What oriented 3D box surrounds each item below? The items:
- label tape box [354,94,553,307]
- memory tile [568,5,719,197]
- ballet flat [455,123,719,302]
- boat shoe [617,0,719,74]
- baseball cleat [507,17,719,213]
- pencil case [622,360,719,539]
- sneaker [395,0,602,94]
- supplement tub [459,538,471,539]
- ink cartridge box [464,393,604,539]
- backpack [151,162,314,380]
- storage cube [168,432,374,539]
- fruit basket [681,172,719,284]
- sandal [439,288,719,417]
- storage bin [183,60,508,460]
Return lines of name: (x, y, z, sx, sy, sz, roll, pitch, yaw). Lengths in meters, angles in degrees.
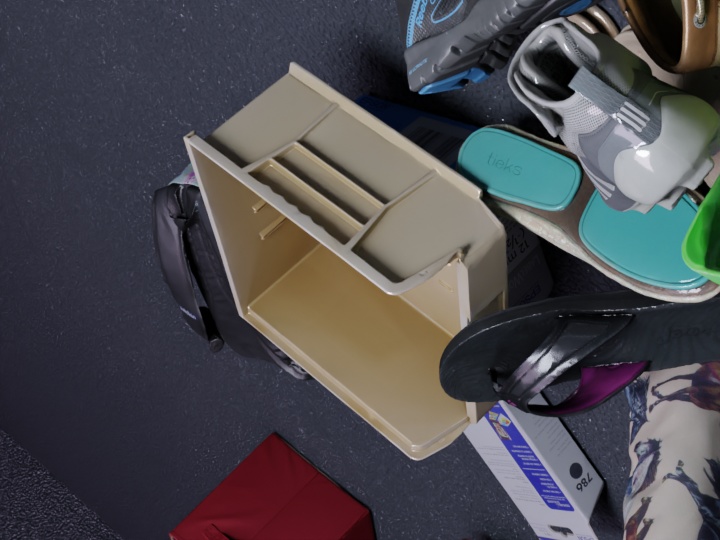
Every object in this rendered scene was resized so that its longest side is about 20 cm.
label tape box: (0.060, -0.017, 0.982, 0.143, 0.066, 0.201, 22, 148, 46)
memory tile: (0.176, -0.056, 0.780, 0.153, 0.017, 0.201, 26, 149, 42)
ballet flat: (0.141, -0.034, 0.801, 0.199, 0.068, 0.062, 34, -179, 39)
boat shoe: (0.118, -0.178, 0.596, 0.202, 0.073, 0.076, 61, 156, 1)
baseball cleat: (0.123, -0.078, 0.661, 0.106, 0.070, 0.200, 41, -176, 2)
pencil case: (0.191, 0.141, 0.831, 0.077, 0.202, 0.089, 24, 145, -16)
sneaker: (0.074, -0.162, 0.726, 0.199, 0.073, 0.083, -25, 81, 55)
supplement tub: (0.153, 0.347, 1.302, 0.199, 0.122, 0.123, 31, 151, 35)
ink cartridge box: (0.130, 0.139, 1.129, 0.201, 0.039, 0.099, 56, 155, -13)
backpack: (-0.085, -0.019, 1.153, 0.166, 0.127, 0.201, 8, 135, 39)
storage cube: (-0.098, 0.344, 1.659, 0.170, 0.180, 0.201, 34, 154, 29)
fruit basket: (0.232, -0.054, 0.549, 0.214, 0.156, 0.216, 31, 167, 8)
sandal: (0.134, 0.050, 0.802, 0.198, 0.048, 0.076, -15, 136, 24)
storage bin: (0.000, 0.000, 0.906, 0.198, 0.094, 0.201, 37, 156, 28)
